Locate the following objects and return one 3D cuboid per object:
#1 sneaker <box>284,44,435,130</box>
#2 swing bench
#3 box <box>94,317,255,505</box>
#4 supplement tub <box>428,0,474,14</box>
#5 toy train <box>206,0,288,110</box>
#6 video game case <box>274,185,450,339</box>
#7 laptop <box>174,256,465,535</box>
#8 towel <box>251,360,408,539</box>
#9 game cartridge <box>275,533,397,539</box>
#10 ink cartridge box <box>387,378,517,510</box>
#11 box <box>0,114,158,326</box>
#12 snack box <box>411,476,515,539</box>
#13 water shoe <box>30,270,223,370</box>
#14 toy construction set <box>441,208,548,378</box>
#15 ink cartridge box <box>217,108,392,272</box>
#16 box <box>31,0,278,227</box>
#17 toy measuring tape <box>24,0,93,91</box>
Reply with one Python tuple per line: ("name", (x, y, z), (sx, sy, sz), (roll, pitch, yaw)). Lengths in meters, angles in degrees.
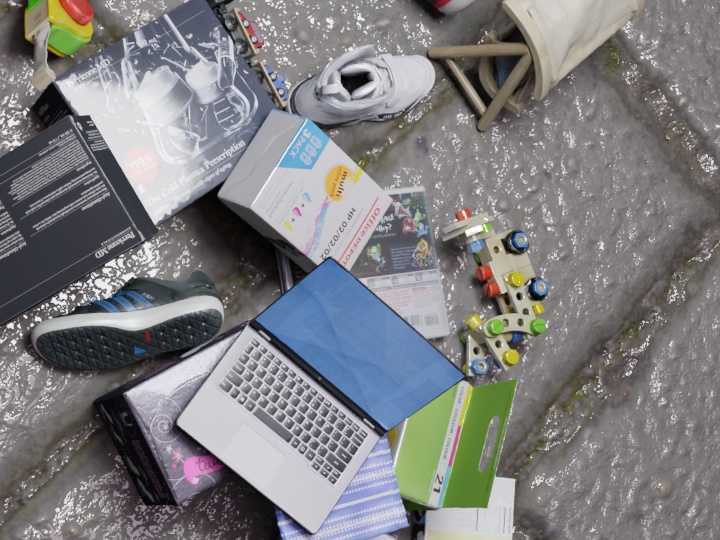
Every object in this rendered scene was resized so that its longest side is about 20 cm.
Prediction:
("sneaker", (0.019, -0.215, 1.553), (0.200, 0.115, 0.075), (-19, 90, -27))
("swing bench", (0.223, -0.291, 1.617), (0.199, 0.200, 0.130), (-40, 99, -25))
("box", (-0.151, 0.144, 1.409), (0.200, 0.115, 0.132), (-28, 93, -27))
("supplement tub", (0.079, -0.417, 1.603), (0.200, 0.140, 0.141), (38, 67, -15))
("toy train", (-0.135, -0.265, 1.535), (0.046, 0.034, 0.200), (-28, 93, -39))
("video game case", (0.000, 0.000, 1.560), (0.200, 0.023, 0.182), (-7, 85, -26))
("laptop", (-0.039, 0.126, 1.319), (0.187, 0.116, 0.200), (41, 69, -14))
("towel", (-0.031, 0.186, 1.387), (0.145, 0.024, 0.201), (-11, 87, -28))
("game cartridge", (-0.007, 0.345, 1.469), (0.200, 0.040, 0.134), (29, 75, -6))
("ink cartridge box", (0.076, 0.180, 1.465), (0.076, 0.200, 0.148), (23, 72, -20))
("box", (-0.324, -0.044, 1.328), (0.200, 0.079, 0.141), (-29, 93, 7))
("snack box", (0.116, 0.335, 1.548), (0.116, 0.037, 0.201), (10, 77, -22))
("water shoe", (-0.245, 0.051, 1.415), (0.199, 0.072, 0.079), (-7, 42, -12))
("toy construction set", (0.156, 0.017, 1.600), (0.131, 0.092, 0.200), (-20, 101, -27))
("ink cartridge box", (-0.045, -0.067, 1.450), (0.200, 0.068, 0.115), (41, 76, -40))
("box", (-0.211, -0.160, 1.439), (0.200, 0.104, 0.182), (-38, 97, -26))
("toy measuring tape", (-0.310, -0.236, 1.391), (0.073, 0.074, 0.200), (11, 38, -24))
